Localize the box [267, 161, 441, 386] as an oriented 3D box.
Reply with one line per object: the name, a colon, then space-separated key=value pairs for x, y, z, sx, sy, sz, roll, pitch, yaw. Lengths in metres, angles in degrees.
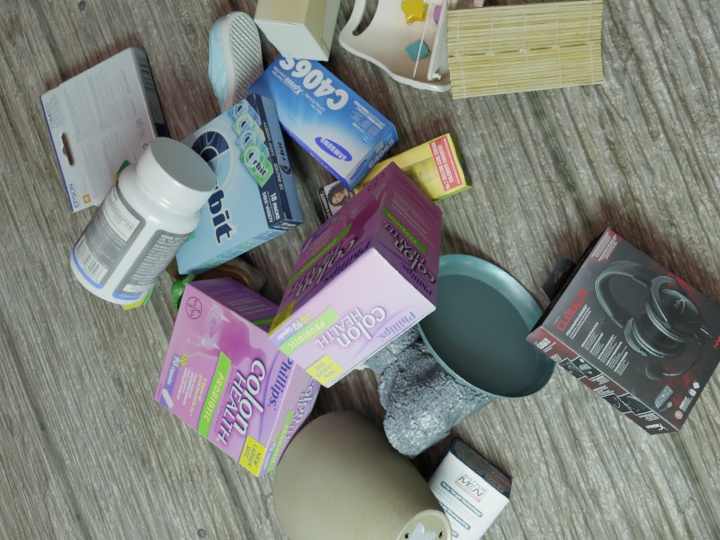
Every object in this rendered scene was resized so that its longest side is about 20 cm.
box: x=0.000 y=0.000 z=0.743 sx=0.096 sy=0.202 sz=0.175 roll=40 pitch=122 yaw=-19

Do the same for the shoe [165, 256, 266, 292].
shoe: x=-0.231 y=-0.008 z=0.953 sx=0.197 sy=0.053 sz=0.071 roll=23 pitch=124 yaw=20

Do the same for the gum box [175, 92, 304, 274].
gum box: x=-0.180 y=-0.109 z=0.839 sx=0.197 sy=0.044 sz=0.174 roll=-23 pitch=77 yaw=30

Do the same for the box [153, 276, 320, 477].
box: x=-0.158 y=0.134 z=0.844 sx=0.197 sy=0.096 sz=0.179 roll=27 pitch=106 yaw=23

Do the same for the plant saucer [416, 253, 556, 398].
plant saucer: x=0.147 y=0.067 z=0.761 sx=0.200 sy=0.199 sz=0.028 roll=43 pitch=136 yaw=9

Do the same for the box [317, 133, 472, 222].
box: x=0.044 y=-0.109 z=0.839 sx=0.196 sy=0.050 sz=0.077 roll=-19 pitch=89 yaw=20

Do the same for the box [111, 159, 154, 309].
box: x=-0.341 y=-0.054 z=0.946 sx=0.118 sy=0.048 sz=0.202 roll=48 pitch=128 yaw=21

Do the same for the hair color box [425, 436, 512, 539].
hair color box: x=0.112 y=0.343 z=0.862 sx=0.099 sy=0.060 sz=0.202 roll=35 pitch=107 yaw=12

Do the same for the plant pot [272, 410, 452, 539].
plant pot: x=0.015 y=0.299 z=0.780 sx=0.198 sy=0.184 sz=0.192 roll=15 pitch=104 yaw=55

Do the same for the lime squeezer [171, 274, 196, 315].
lime squeezer: x=-0.248 y=0.052 z=0.946 sx=0.069 sy=0.038 sz=0.204 roll=1 pitch=119 yaw=-5

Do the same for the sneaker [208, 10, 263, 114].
sneaker: x=-0.179 y=-0.258 z=0.902 sx=0.081 sy=0.073 sz=0.205 roll=14 pitch=108 yaw=47

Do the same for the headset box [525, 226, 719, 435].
headset box: x=0.301 y=0.063 z=0.724 sx=0.199 sy=0.077 sz=0.150 roll=38 pitch=77 yaw=10

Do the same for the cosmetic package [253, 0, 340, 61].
cosmetic package: x=-0.065 y=-0.385 z=0.795 sx=0.069 sy=0.105 sz=0.205 roll=10 pitch=87 yaw=16

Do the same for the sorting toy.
sorting toy: x=0.058 y=-0.336 z=0.789 sx=0.177 sy=0.106 sz=0.205 roll=18 pitch=102 yaw=24

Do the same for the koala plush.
koala plush: x=0.064 y=0.114 z=0.806 sx=0.177 sy=0.183 sz=0.202 roll=-41 pitch=70 yaw=19

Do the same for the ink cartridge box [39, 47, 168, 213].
ink cartridge box: x=-0.396 y=-0.214 z=0.987 sx=0.196 sy=0.040 sz=0.204 roll=-15 pitch=91 yaw=21

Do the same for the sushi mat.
sushi mat: x=0.193 y=-0.259 z=0.732 sx=0.195 sy=0.012 sz=0.098 roll=-8 pitch=107 yaw=-9

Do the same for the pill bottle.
pill bottle: x=-0.277 y=-0.063 z=0.806 sx=0.114 sy=0.113 sz=0.200 roll=47 pitch=113 yaw=8

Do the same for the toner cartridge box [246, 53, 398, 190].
toner cartridge box: x=-0.052 y=-0.207 z=0.834 sx=0.200 sy=0.043 sz=0.095 roll=43 pitch=88 yaw=20
